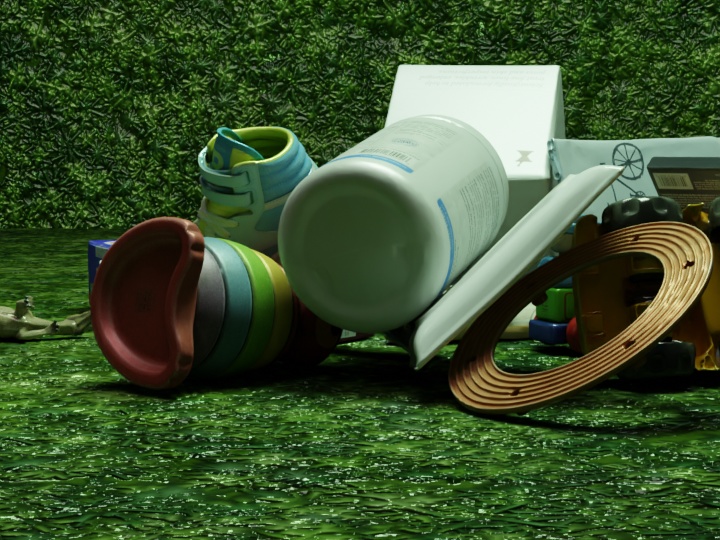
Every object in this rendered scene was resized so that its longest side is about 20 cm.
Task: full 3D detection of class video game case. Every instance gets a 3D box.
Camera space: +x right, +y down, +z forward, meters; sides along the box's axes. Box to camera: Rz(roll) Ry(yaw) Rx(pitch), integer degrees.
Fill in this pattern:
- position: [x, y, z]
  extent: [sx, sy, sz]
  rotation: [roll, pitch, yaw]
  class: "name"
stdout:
- position: [0.336, -0.014, 1.460]
  extent: [0.143, 0.200, 0.019]
  rotation: [4, 45, 41]
  class: "video game case"

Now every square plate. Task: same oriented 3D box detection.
- position: [0.103, -0.004, 1.275]
  extent: [0.200, 0.028, 0.198]
  rotation: [-44, -1, -2]
  class: "square plate"

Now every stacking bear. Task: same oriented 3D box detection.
- position: [-0.092, 0.031, 1.305]
  extent: [0.114, 0.122, 0.200]
  rotation: [4, -3, 45]
  class: "stacking bear"

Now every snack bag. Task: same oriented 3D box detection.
- position: [0.268, -0.031, 1.587]
  extent: [0.200, 0.189, 0.021]
  rotation: [-2, -14, -25]
  class: "snack bag"

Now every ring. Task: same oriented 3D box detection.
- position: [0.149, 0.034, 1.165]
  extent: [0.200, 0.019, 0.200]
  rotation: [-29, 21, 12]
  class: "ring"

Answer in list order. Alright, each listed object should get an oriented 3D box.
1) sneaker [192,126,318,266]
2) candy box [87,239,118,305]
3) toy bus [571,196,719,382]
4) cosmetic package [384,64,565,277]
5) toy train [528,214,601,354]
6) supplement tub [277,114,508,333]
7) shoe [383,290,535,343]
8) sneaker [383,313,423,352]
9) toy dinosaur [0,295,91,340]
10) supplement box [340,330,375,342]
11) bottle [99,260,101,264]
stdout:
- position: [-0.116, -0.039, 1.367]
  extent: [0.200, 0.131, 0.080]
  rotation: [-40, 45, -12]
  class: "sneaker"
- position: [-0.168, 0.006, 1.785]
  extent: [0.200, 0.077, 0.169]
  rotation: [0, 5, -19]
  class: "candy box"
- position: [0.253, 0.022, 1.329]
  extent: [0.200, 0.136, 0.192]
  rotation: [-3, -9, -3]
  class: "toy bus"
- position: [0.115, -0.075, 1.691]
  extent: [0.165, 0.200, 0.165]
  rotation: [2, 46, 11]
  class: "cosmetic package"
- position: [0.245, 0.008, 1.489]
  extent: [0.200, 0.116, 0.085]
  rotation: [-2, 5, -19]
  class: "toy train"
- position: [0.029, -0.040, 1.328]
  extent: [0.132, 0.132, 0.200]
  rotation: [2, 15, 20]
  class: "supplement tub"
- position: [0.111, 0.033, 1.564]
  extent: [0.200, 0.053, 0.070]
  rotation: [-3, 5, -34]
  class: "shoe"
- position: [0.000, 0.000, 1.467]
  extent: [0.072, 0.200, 0.073]
  rotation: [-33, -22, -28]
  class: "sneaker"
- position: [-0.336, 0.044, 1.549]
  extent: [0.200, 0.058, 0.101]
  rotation: [8, -11, 0]
  class: "toy dinosaur"
- position: [-0.085, 0.034, 1.513]
  extent: [0.109, 0.061, 0.200]
  rotation: [4, 5, 33]
  class: "supplement box"
- position: [-0.149, 0.013, 1.657]
  extent: [0.200, 0.084, 0.065]
  rotation: [-1, 7, -7]
  class: "bottle"
